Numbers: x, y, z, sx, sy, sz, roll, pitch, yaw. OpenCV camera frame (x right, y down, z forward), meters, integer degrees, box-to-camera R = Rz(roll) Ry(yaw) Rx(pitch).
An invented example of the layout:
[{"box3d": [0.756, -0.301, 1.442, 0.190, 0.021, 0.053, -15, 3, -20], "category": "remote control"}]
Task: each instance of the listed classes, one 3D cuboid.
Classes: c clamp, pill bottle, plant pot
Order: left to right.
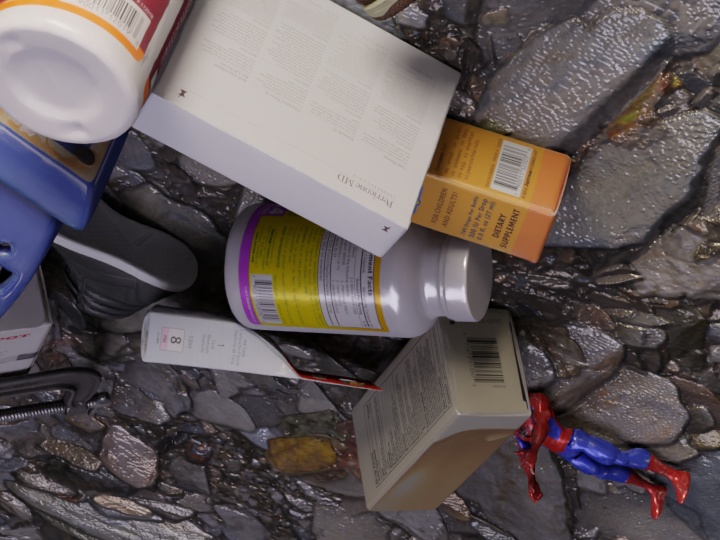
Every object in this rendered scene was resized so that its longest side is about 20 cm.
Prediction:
[{"box3d": [-0.284, -0.108, 1.436, 0.200, 0.200, 0.180, 37, 135, -21], "category": "plant pot"}, {"box3d": [-0.323, 0.129, 1.787, 0.200, 0.027, 0.171, -6, 162, -25], "category": "c clamp"}, {"box3d": [-0.169, -0.192, 1.269, 0.114, 0.200, 0.114, 12, 142, 10], "category": "pill bottle"}, {"box3d": [0.000, 0.000, 1.521, 0.200, 0.104, 0.104, 3, 141, 20], "category": "pill bottle"}]

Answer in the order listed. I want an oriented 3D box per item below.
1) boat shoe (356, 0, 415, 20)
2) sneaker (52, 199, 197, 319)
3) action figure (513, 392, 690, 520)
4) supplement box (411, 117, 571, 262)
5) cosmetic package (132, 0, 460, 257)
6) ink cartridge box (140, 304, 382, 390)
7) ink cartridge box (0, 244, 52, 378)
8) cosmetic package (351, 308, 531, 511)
[{"box3d": [0.051, -0.242, 1.228, 0.075, 0.075, 0.202, 43, 133, -9], "category": "boat shoe"}, {"box3d": [-0.247, -0.019, 1.631, 0.200, 0.071, 0.099, 30, 137, -21], "category": "sneaker"}, {"box3d": [0.187, 0.176, 1.674, 0.200, 0.099, 0.065, 30, 141, -11], "category": "action figure"}, {"box3d": [0.051, -0.075, 1.434, 0.200, 0.069, 0.067, 19, 143, 3], "category": "supplement box"}, {"box3d": [-0.042, -0.120, 1.346, 0.200, 0.151, 0.052, 28, 142, -11], "category": "cosmetic package"}, {"box3d": [-0.084, 0.065, 1.631, 0.200, 0.057, 0.163, 4, 180, -4], "category": "ink cartridge box"}, {"box3d": [-0.364, 0.050, 1.686, 0.147, 0.083, 0.200, -7, 162, -21], "category": "ink cartridge box"}, {"box3d": [0.066, 0.122, 1.636, 0.071, 0.105, 0.200, 3, 151, -23], "category": "cosmetic package"}]
